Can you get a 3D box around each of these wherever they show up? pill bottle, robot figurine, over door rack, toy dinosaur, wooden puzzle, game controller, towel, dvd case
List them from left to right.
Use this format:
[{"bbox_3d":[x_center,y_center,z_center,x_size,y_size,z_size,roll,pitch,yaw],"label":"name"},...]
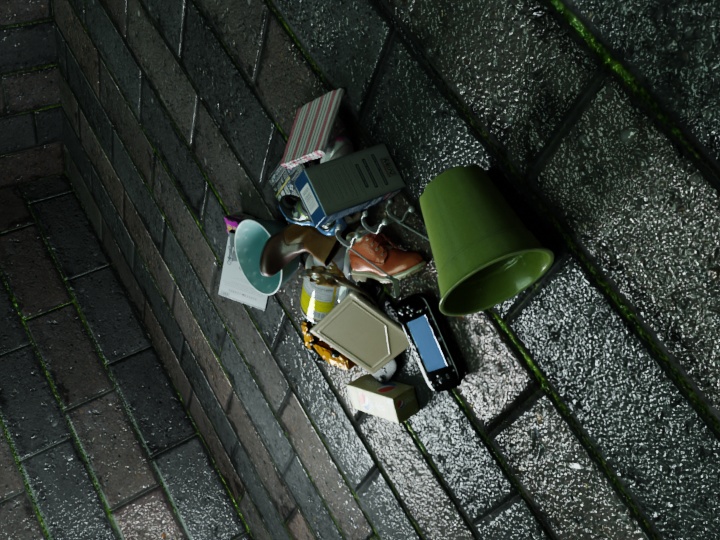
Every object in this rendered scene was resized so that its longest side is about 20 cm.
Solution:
[{"bbox_3d":[-0.315,0.001,1.993,0.147,0.025,0.204,19,118,5],"label":"dvd case"},{"bbox_3d":[-0.100,-0.298,1.515,0.198,0.029,0.150,-4,68,58],"label":"towel"},{"bbox_3d":[-0.082,0.025,1.677,0.109,0.108,0.203,47,143,30],"label":"pill bottle"},{"bbox_3d":[-0.084,0.179,1.829,0.198,0.057,0.149,20,125,51],"label":"robot figurine"},{"bbox_3d":[-0.046,0.019,1.543,0.196,0.106,0.062,23,88,20],"label":"toy dinosaur"},{"bbox_3d":[0.007,0.136,1.568,0.183,0.038,0.200,36,136,-14],"label":"wooden puzzle"},{"bbox_3d":[0.010,0.172,1.661,0.200,0.042,0.105,45,146,14],"label":"game controller"},{"bbox_3d":[0.063,-0.058,1.359,0.200,0.146,0.068,44,148,35],"label":"over door rack"},{"bbox_3d":[0.141,0.147,1.450,0.104,0.041,0.204,-30,83,60],"label":"game controller"}]

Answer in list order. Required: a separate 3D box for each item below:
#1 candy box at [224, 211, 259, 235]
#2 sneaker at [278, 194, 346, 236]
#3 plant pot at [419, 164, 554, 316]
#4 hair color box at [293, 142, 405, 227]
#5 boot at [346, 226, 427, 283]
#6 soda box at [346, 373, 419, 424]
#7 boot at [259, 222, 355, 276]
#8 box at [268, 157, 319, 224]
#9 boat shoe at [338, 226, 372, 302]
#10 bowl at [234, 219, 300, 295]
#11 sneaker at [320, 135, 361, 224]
[{"bbox_3d":[-0.320,-0.056,2.054,0.135,0.060,0.205,22,126,48],"label":"candy box"},{"bbox_3d":[-0.103,-0.137,1.521,0.198,0.070,0.084,22,134,45],"label":"sneaker"},{"bbox_3d":[0.184,-0.060,1.153,0.193,0.196,0.201,69,152,24],"label":"plant pot"},{"bbox_3d":[-0.019,-0.165,1.367,0.102,0.197,0.060,63,148,7],"label":"hair color box"},{"bbox_3d":[0.046,-0.035,1.447,0.197,0.074,0.110,1,110,44],"label":"boot"},{"bbox_3d":[0.050,0.299,1.679,0.198,0.067,0.066,4,113,57],"label":"soda box"},{"bbox_3d":[-0.120,-0.040,1.564,0.199,0.189,0.069,27,158,49],"label":"boot"},{"bbox_3d":[-0.143,-0.194,1.697,0.164,0.048,0.200,65,150,8],"label":"box"},{"bbox_3d":[0.000,0.000,1.575,0.066,0.072,0.204,21,120,16],"label":"boat shoe"},{"bbox_3d":[-0.231,-0.050,1.858,0.198,0.104,0.205,24,125,38],"label":"bowl"},{"bbox_3d":[-0.027,-0.185,1.496,0.088,0.080,0.203,36,145,39],"label":"sneaker"}]
